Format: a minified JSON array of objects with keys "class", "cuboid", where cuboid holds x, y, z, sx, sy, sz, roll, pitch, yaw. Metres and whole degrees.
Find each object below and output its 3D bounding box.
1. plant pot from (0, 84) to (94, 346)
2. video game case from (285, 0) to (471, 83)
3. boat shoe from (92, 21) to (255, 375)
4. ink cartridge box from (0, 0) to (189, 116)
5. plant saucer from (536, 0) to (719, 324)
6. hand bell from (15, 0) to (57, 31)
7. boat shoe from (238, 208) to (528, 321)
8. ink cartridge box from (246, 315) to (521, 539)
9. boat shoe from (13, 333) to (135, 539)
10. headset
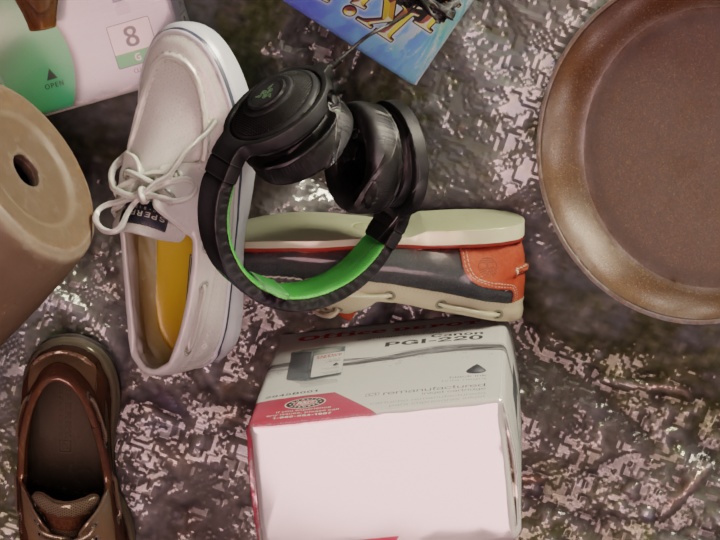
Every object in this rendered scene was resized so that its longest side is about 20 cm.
[{"class":"plant pot","cuboid":[-0.248,-0.018,1.397,0.174,0.200,0.201,-31,101,23]},{"class":"video game case","cuboid":[-0.001,-0.233,1.397,0.200,0.045,0.182,32,106,-14]},{"class":"boat shoe","cuboid":[-0.113,-0.036,1.406,0.074,0.086,0.203,12,108,28]},{"class":"ink cartridge box","cuboid":[-0.198,-0.190,1.442,0.160,0.050,0.201,-15,106,7]},{"class":"plant saucer","cuboid":[0.196,-0.070,1.422,0.200,0.032,0.201,1,92,28]},{"class":"hand bell","cuboid":[-0.196,-0.235,1.398,0.104,0.104,0.201,-8,104,5]},{"class":"boat shoe","cuboid":[0.000,0.000,1.472,0.199,0.071,0.063,-1,108,-1]},{"class":"ink cartridge box","cuboid":[0.018,0.091,1.425,0.145,0.200,0.085,-6,101,5]},{"class":"boat shoe","cuboid":[-0.180,0.142,1.517,0.075,0.072,0.201,-4,105,5]},{"class":"headset","cuboid":[-0.008,-0.069,1.371,0.123,0.094,0.201,20,97,-34]}]
